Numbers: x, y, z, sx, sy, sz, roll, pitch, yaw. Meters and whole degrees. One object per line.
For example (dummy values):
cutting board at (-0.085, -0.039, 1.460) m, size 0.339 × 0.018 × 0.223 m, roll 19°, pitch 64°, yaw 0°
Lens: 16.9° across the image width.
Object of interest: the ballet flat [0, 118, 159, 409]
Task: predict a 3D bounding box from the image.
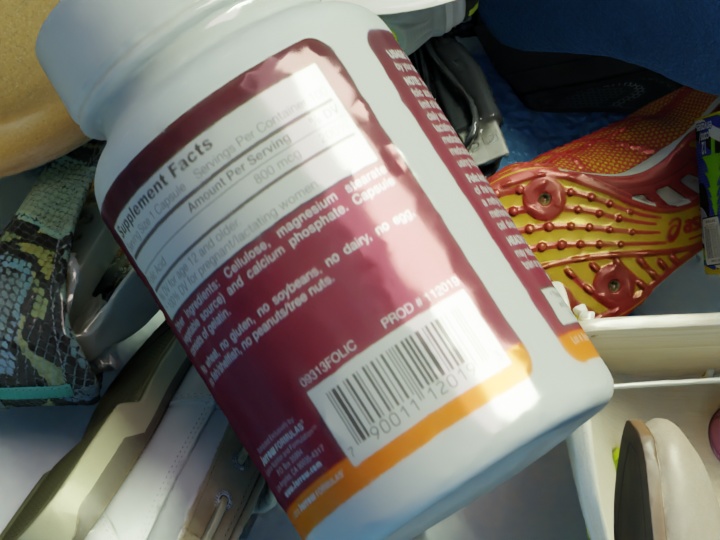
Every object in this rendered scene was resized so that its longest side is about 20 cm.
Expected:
ballet flat at (-0.084, -0.026, 0.895) m, size 0.074 × 0.074 × 0.201 m, roll 23°, pitch 56°, yaw 0°

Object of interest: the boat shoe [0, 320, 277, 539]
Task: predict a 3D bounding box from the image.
boat shoe at (-0.054, 0.057, 0.847) m, size 0.068 × 0.075 × 0.200 m, roll 42°, pitch 47°, yaw -8°

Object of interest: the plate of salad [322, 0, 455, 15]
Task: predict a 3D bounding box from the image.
plate of salad at (0.003, -0.186, 0.959) m, size 0.199 × 0.048 × 0.201 m, roll -3°, pitch 58°, yaw 4°

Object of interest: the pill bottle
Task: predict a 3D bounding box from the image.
pill bottle at (-0.016, -0.014, 0.790) m, size 0.114 × 0.114 × 0.201 m, roll -25°, pitch 78°, yaw -34°

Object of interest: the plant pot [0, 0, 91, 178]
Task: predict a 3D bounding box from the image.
plant pot at (-0.149, -0.132, 0.857) m, size 0.199 × 0.201 × 0.027 m, roll 17°, pitch 9°, yaw -5°

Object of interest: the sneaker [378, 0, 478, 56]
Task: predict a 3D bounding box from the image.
sneaker at (-0.041, -0.155, 1.010) m, size 0.076 × 0.076 × 0.200 m, roll -36°, pitch 56°, yaw -23°

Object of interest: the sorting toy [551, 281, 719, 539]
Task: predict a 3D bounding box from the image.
sorting toy at (0.157, 0.098, 0.870) m, size 0.199 × 0.107 × 0.181 m, roll -2°, pitch 72°, yaw -16°

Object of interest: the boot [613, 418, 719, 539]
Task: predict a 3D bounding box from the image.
boot at (0.159, 0.137, 0.788) m, size 0.145 × 0.201 × 0.070 m, roll -5°, pitch 21°, yaw -2°

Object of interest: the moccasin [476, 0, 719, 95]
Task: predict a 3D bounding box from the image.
moccasin at (0.121, -0.121, 0.938) m, size 0.068 × 0.081 × 0.200 m, roll -36°, pitch 35°, yaw -27°

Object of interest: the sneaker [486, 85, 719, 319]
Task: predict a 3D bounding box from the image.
sneaker at (0.103, -0.024, 0.975) m, size 0.199 × 0.077 × 0.073 m, roll -23°, pitch 96°, yaw -19°

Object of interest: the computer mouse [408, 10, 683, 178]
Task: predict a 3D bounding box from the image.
computer mouse at (0.106, -0.106, 1.043) m, size 0.199 × 0.053 × 0.139 m, roll -4°, pitch 53°, yaw -22°

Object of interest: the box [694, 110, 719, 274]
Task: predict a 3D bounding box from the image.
box at (0.183, -0.035, 0.854) m, size 0.070 × 0.200 × 0.065 m, roll -3°, pitch 89°, yaw -11°
